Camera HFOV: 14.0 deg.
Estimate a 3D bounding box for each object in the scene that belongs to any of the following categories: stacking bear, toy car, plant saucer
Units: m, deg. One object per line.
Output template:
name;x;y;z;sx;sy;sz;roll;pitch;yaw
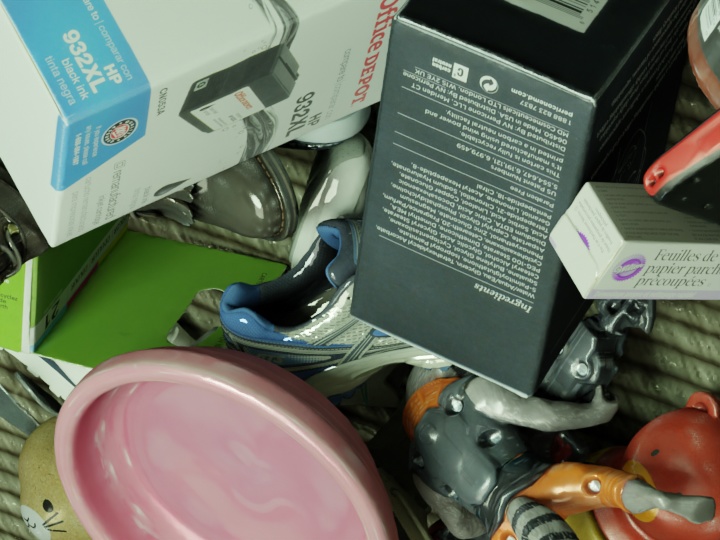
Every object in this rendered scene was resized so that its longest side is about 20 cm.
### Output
stacking bear;0.143;0.144;1.610;0.200;0.113;0.122;-45;57;42
toy car;-0.177;0.149;1.793;0.201;0.157;0.164;61;156;-13
plant saucer;-0.066;0.113;1.557;0.199;0.051;0.201;17;135;18

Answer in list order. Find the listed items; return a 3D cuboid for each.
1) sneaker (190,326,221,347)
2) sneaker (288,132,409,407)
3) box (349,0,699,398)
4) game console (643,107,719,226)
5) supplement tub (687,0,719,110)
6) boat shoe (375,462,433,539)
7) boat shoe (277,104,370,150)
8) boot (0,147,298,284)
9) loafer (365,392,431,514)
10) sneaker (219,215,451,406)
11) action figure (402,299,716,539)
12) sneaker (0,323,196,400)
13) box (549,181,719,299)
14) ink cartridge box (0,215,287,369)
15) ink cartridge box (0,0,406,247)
sneaker;-0.048;0.105;1.705;0.082;0.077;0.200;27;161;33
sneaker;0.000;0.000;1.620;0.080;0.071;0.201;11;137;5
box;0.082;-0.069;1.431;0.107;0.149;0.201;23;136;15
game console;0.249;-0.061;1.314;0.199;0.031;0.177;17;141;-40
supplement tub;0.230;-0.146;1.295;0.107;0.107;0.200;35;138;2
boat shoe;0.010;0.150;1.621;0.201;0.062;0.071;61;143;20
boat shoe;-0.077;-0.087;1.587;0.199;0.071;0.091;20;137;28
boot;-0.152;-0.028;1.507;0.199;0.174;0.070;24;135;28
loafer;0.057;0.085;1.653;0.072;0.063;0.200;49;120;3
sneaker;0.017;0.008;1.539;0.199;0.077;0.085;-24;127;3
action figure;0.094;0.089;1.529;0.193;0.104;0.201;41;113;40
sneaker;-0.155;0.029;1.741;0.199;0.076;0.081;30;128;6
box;0.179;-0.013;1.393;0.039;0.199;0.042;-57;49;34
ink cartridge box;-0.154;-0.019;1.633;0.199;0.148;0.076;14;124;12
ink cartridge box;-0.078;-0.111;1.434;0.084;0.199;0.145;59;161;17
